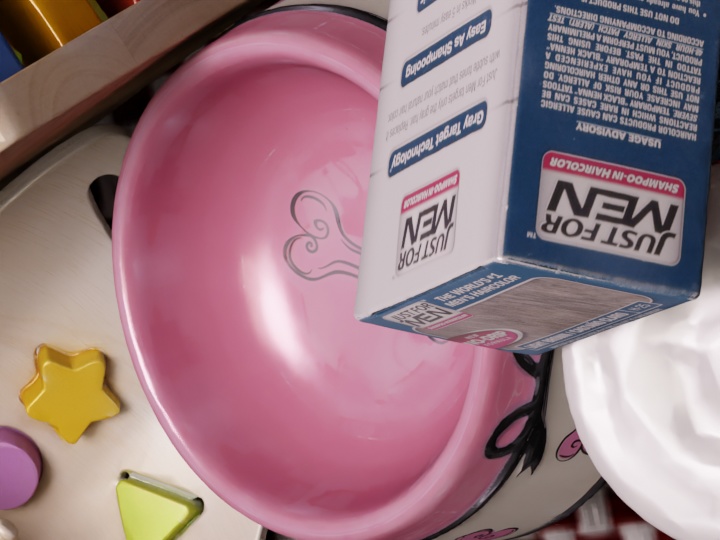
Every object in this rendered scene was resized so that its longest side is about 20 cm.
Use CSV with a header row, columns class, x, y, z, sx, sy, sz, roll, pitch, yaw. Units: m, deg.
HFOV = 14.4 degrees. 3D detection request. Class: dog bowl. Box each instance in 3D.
class,x,y,z,sx,sy,sz,roll,pitch,yaw
dog bowl,0.000,0.000,0.925,0.199,0.074,0.202,13,109,39

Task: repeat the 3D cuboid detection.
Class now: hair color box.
class,x,y,z,sx,sy,sz,roll,pitch,yaw
hair color box,0.053,-0.085,0.771,0.100,0.060,0.201,155,124,-67

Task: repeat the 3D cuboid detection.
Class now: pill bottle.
class,x,y,z,sx,sy,sz,roll,pitch,yaw
pill bottle,0.145,0.013,0.859,0.110,0.200,0.112,4,100,25

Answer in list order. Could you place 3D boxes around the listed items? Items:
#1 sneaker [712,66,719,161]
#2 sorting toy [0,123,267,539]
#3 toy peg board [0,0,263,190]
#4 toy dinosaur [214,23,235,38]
class,x,y,z,sx,sy,sz,roll,pitch,yaw
sneaker,0.095,-0.119,0.834,0.079,0.096,0.201,15,86,5
sorting toy,-0.102,0.047,1.038,0.200,0.107,0.180,37,99,-17
toy peg board,-0.144,-0.075,0.960,0.200,0.199,0.098,-32,94,39
toy dinosaur,-0.093,-0.154,1.030,0.101,0.058,0.201,-14,91,26
